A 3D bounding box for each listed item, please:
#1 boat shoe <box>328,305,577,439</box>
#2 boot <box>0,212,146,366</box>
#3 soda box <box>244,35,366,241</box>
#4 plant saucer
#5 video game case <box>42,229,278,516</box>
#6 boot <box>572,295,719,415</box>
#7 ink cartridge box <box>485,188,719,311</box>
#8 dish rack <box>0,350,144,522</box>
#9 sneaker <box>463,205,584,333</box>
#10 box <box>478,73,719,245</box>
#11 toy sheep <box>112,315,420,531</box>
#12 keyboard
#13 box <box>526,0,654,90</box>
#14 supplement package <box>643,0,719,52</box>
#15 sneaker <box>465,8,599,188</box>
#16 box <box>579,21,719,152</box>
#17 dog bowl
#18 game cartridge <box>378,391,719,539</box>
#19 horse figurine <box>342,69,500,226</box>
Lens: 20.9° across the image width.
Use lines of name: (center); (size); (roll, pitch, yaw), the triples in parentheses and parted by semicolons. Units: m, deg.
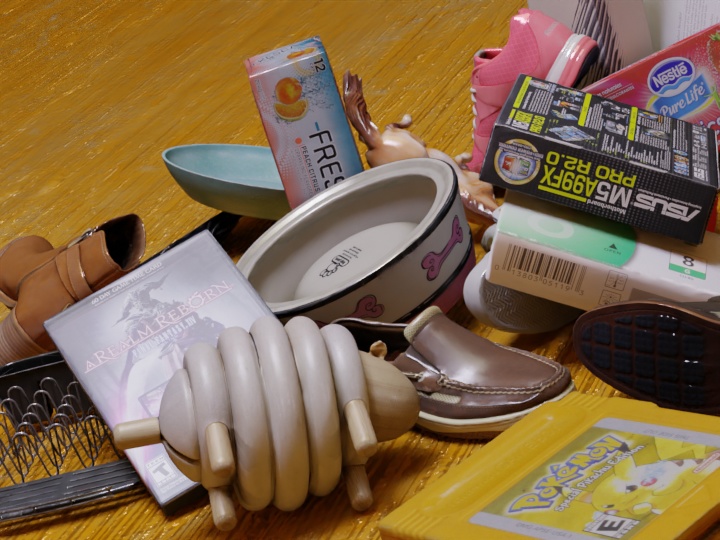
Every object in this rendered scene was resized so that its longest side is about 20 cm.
boat shoe: (0.051, 0.064, 1.317); (0.201, 0.075, 0.075); (0, 26, 39)
boot: (-0.249, -0.006, 1.661); (0.155, 0.077, 0.200); (-41, 18, 20)
soda box: (-0.033, -0.085, 1.591); (0.068, 0.201, 0.064); (-18, 21, 0)
plant saucer: (-0.084, -0.078, 1.779); (0.199, 0.036, 0.200); (8, 13, -2)
video game case: (-0.122, 0.067, 1.382); (0.142, 0.019, 0.200); (-30, 51, -13)
boot: (0.240, 0.046, 1.240); (0.199, 0.075, 0.097); (6, 18, 34)
ink cartridge box: (0.181, -0.039, 1.385); (0.160, 0.050, 0.200); (16, 36, 3)
dish rack: (-0.210, 0.115, 1.431); (0.153, 0.055, 0.200); (-15, 20, 9)
sneaker: (0.123, -0.005, 1.458); (0.199, 0.074, 0.115); (-22, 16, -40)
box: (0.175, -0.084, 1.403); (0.159, 0.045, 0.200); (16, 17, 4)
toy sheep: (-0.059, 0.094, 1.255); (0.199, 0.139, 0.138); (-4, 17, -12)
keyboard: (-0.172, -0.001, 1.754); (0.200, 0.040, 0.104); (-37, 4, -40)
box: (0.203, -0.196, 1.687); (0.068, 0.201, 0.082); (-33, 25, -36)
supplement package: (0.338, -0.253, 1.729); (0.150, 0.153, 0.199); (5, 2, -39)
sneaker: (0.127, -0.150, 1.682); (0.074, 0.087, 0.200); (-48, -6, -45)
box: (0.236, -0.122, 1.588); (0.199, 0.096, 0.100); (-27, 2, -24)
dog bowl: (0.000, 0.000, 1.485); (0.199, 0.074, 0.200); (-25, 24, 12)
game cartridge: (0.135, 0.130, 1.139); (0.176, 0.033, 0.199); (-32, 25, -34)
horse figurine: (0.059, -0.086, 1.620); (0.050, 0.199, 0.133); (-55, 11, 16)
